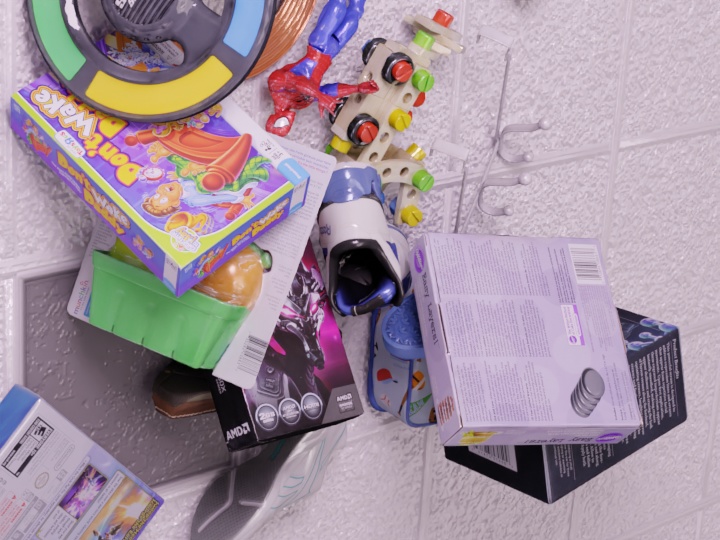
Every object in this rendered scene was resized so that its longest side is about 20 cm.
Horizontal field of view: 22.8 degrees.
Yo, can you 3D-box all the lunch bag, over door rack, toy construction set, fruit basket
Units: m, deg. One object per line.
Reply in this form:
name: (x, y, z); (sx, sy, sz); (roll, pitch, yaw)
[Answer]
lunch bag: (0.099, 0.064, 1.778); (0.200, 0.075, 0.161); (-14, 113, -39)
over door rack: (0.127, -0.107, 1.679); (0.200, 0.066, 0.148); (73, 34, -56)
toy construction set: (0.037, -0.146, 1.618); (0.131, 0.092, 0.200); (17, 93, -44)
fruit basket: (-0.131, -0.026, 1.456); (0.200, 0.185, 0.094); (-69, 161, -3)

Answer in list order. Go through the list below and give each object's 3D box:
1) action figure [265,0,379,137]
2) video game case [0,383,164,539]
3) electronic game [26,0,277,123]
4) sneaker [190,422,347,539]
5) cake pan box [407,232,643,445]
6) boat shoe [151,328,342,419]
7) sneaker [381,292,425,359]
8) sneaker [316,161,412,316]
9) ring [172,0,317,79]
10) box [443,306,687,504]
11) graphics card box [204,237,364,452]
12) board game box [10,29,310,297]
action figure: (-0.009, -0.192, 1.533); (0.200, 0.099, 0.065); (-58, 147, -2)
video game case: (-0.284, 0.224, 1.494); (0.200, 0.045, 0.181); (-54, 133, -13)
electronic game: (-0.159, -0.211, 1.344); (0.042, 0.200, 0.200); (-19, 125, -75)
sneaker: (-0.077, 0.200, 1.667); (0.200, 0.070, 0.080); (-49, 136, -19)
cake pan box: (0.145, 0.057, 1.602); (0.184, 0.052, 0.200); (1, 64, -25)
boat shoe: (-0.095, 0.103, 1.607); (0.200, 0.076, 0.074); (-17, 121, -38)
sneaker: (0.108, 0.046, 1.689); (0.200, 0.070, 0.078); (-22, 146, -19)
sneaker: (0.000, 0.000, 1.590); (0.199, 0.080, 0.115); (66, 15, -62)
ring: (-0.109, -0.255, 1.487); (0.200, 0.019, 0.201); (-18, 117, -39)
box: (0.196, 0.120, 1.730); (0.200, 0.148, 0.107); (-26, 118, -34)
graphics card box: (-0.083, 0.047, 1.541); (0.125, 0.051, 0.200); (-9, 80, -42)
board game box: (-0.156, -0.092, 1.384); (0.134, 0.200, 0.045); (-38, 162, -27)
